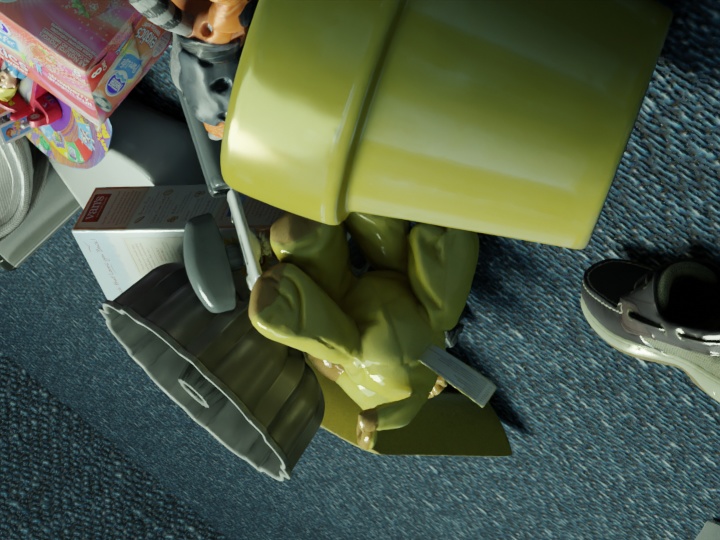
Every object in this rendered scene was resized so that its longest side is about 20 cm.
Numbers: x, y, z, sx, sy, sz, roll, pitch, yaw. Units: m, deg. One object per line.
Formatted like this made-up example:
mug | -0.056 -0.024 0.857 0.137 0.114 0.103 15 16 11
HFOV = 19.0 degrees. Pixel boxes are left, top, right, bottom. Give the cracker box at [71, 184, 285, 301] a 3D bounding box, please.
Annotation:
cracker box | -0.119 -0.004 1.751 0.198 0.058 0.134 0 135 24

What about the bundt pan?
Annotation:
bundt pan | -0.106 0.070 1.677 0.202 0.076 0.202 39 164 13

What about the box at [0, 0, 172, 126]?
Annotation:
box | -0.246 -0.213 1.599 0.199 0.095 0.103 35 164 11

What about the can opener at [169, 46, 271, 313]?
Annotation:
can opener | -0.110 -0.072 1.587 0.053 0.066 0.202 131 127 -77

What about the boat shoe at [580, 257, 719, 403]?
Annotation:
boat shoe | 0.201 0.024 1.321 0.200 0.072 0.065 37 146 57

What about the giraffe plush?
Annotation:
giraffe plush | 0.014 0.043 1.591 0.200 0.172 0.162 52 167 10

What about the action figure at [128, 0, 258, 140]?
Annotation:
action figure | -0.118 -0.165 1.443 0.199 0.105 0.194 23 149 39

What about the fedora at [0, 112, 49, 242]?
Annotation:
fedora | -0.348 -0.102 1.875 0.090 0.176 0.202 -145 48 -60

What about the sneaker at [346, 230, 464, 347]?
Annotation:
sneaker | 0.000 0.000 1.696 0.200 0.078 0.080 49 170 -35

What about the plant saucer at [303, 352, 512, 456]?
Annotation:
plant saucer | 0.011 0.103 1.877 0.199 0.049 0.199 26 -167 39

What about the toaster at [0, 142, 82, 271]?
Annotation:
toaster | -0.360 -0.113 2.022 0.181 0.118 0.200 47 -174 -31

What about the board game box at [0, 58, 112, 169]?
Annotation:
board game box | -0.279 -0.166 1.762 0.157 0.039 0.201 9 124 51

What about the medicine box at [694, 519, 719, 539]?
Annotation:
medicine box | 0.313 0.338 1.727 0.200 0.183 0.103 46 163 -26

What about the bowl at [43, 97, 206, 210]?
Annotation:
bowl | -0.177 -0.073 1.866 0.199 0.075 0.200 25 156 43

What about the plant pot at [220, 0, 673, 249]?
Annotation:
plant pot | 0.050 -0.105 1.095 0.188 0.202 0.201 20 162 5
